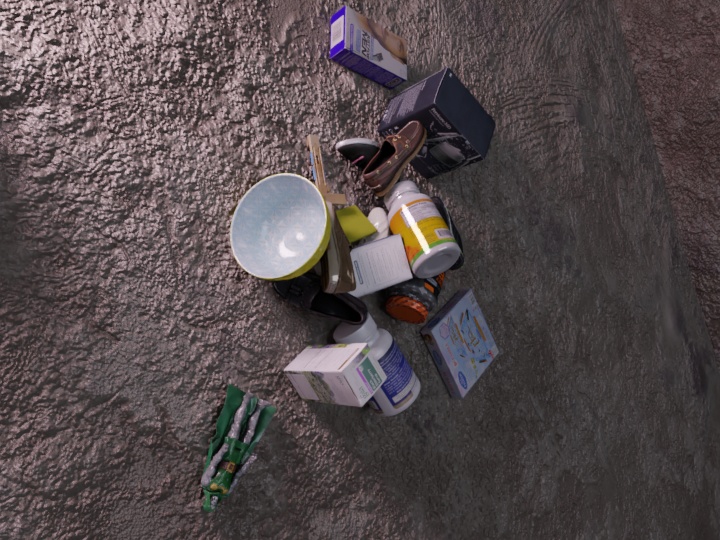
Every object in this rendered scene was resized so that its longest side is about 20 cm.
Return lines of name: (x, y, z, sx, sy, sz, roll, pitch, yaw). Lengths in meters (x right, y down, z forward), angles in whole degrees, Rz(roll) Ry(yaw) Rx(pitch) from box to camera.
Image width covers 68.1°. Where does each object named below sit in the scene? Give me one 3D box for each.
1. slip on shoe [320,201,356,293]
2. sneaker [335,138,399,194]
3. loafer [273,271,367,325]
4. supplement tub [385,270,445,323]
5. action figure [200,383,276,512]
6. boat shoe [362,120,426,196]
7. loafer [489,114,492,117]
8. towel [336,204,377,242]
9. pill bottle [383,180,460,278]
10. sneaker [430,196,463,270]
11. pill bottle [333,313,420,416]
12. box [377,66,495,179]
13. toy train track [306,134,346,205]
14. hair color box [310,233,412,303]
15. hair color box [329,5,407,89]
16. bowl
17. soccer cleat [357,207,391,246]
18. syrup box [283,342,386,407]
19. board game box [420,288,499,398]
slip on shoe: (-0.046, -0.046, 1.037, 0.060, 0.076, 0.202, 4, 52, -18)
sneaker: (0.027, -0.231, 1.218, 0.198, 0.070, 0.101, 11, 70, -43)
loafer: (-0.077, 0.053, 1.031, 0.198, 0.063, 0.073, 23, 95, -4)
supplement tub: (0.133, 0.013, 1.235, 0.122, 0.122, 0.202, 36, 61, -30)
action figure: (-0.222, 0.316, 0.928, 0.118, 0.054, 0.202, 36, 65, -34)
boat shoe: (0.076, -0.261, 1.173, 0.070, 0.070, 0.201, 45, 68, -34)
loafer: (0.294, -0.405, 1.478, 0.199, 0.070, 0.069, -26, 99, -40)
towel: (-0.059, -0.080, 1.125, 0.199, 0.018, 0.086, -25, 68, -38)
pill bottle: (0.126, -0.094, 1.160, 0.110, 0.111, 0.202, 1, 53, -40)
sneaker: (0.216, -0.095, 1.377, 0.083, 0.071, 0.203, -37, 109, -63)
pill bottle: (0.031, 0.193, 1.119, 0.120, 0.119, 0.201, -44, 111, -36)
box: (0.184, -0.348, 1.292, 0.199, 0.195, 0.125, 37, 61, -29)
toy train track: (-0.092, -0.190, 1.137, 0.113, 0.032, 0.203, 0, 75, -38)
hair color box: (0.000, 0.000, 1.115, 0.197, 0.060, 0.101, -18, 94, -16)
hair color box: (0.023, -0.528, 1.273, 0.198, 0.064, 0.111, 10, 75, -41)
bowl: (-0.133, -0.068, 1.003, 0.108, 0.197, 0.203, 37, 56, -64)
soccer cleat: (0.020, -0.049, 1.188, 0.077, 0.069, 0.203, 15, 76, -34)
syrup box: (-0.051, 0.193, 0.996, 0.081, 0.199, 0.079, -42, 108, -36)
board game box: (0.260, 0.184, 1.367, 0.199, 0.041, 0.202, -37, 107, -38)
